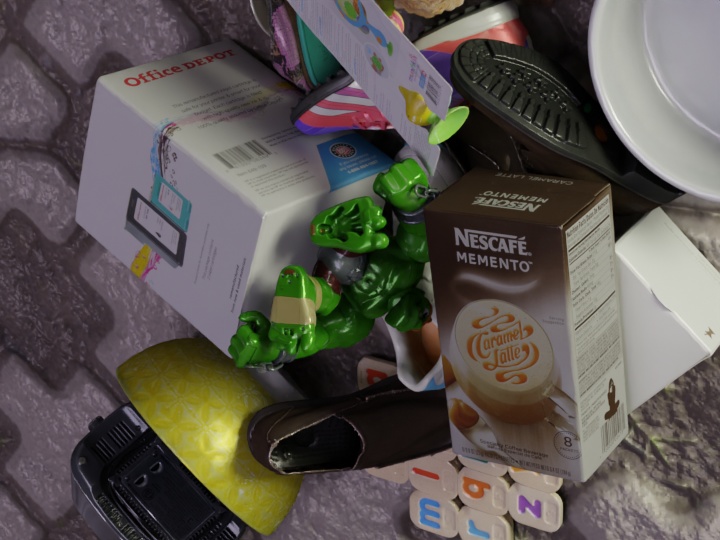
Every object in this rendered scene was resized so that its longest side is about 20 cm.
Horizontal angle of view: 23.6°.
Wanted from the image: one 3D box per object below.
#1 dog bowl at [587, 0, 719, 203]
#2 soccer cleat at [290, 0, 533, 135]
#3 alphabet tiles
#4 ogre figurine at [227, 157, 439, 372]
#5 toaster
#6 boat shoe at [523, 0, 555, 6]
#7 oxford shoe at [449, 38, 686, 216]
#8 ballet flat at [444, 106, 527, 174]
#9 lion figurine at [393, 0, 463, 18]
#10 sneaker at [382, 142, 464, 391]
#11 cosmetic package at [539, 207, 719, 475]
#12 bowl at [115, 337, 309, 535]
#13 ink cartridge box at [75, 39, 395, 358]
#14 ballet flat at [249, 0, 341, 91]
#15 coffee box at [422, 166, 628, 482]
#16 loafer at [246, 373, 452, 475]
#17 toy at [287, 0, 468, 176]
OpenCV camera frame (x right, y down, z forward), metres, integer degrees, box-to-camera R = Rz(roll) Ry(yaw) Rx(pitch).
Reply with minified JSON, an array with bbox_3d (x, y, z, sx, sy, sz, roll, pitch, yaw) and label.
[{"bbox_3d":[0.256,-0.149,1.142,0.200,0.079,0.200,16,123,27],"label":"dog bowl"},{"bbox_3d":[0.037,-0.132,1.276,0.200,0.068,0.073,-23,93,26],"label":"soccer cleat"},{"bbox_3d":[0.085,0.145,1.465,0.195,0.015,0.200,13,121,29],"label":"alphabet tiles"},{"bbox_3d":[0.000,0.000,1.281,0.098,0.120,0.200,33,105,32],"label":"ogre figurine"},{"bbox_3d":[-0.187,0.223,1.618,0.200,0.114,0.129,46,157,5],"label":"toaster"},{"bbox_3d":[0.066,-0.252,1.238,0.202,0.075,0.075,24,92,26],"label":"boat shoe"},{"bbox_3d":[0.135,-0.091,1.222,0.200,0.073,0.084,32,141,-20],"label":"oxford shoe"},{"bbox_3d":[0.102,-0.078,1.307,0.067,0.046,0.200,-27,94,42],"label":"ballet flat"},{"bbox_3d":[0.111,-0.239,1.135,0.200,0.123,0.072,-13,145,23],"label":"lion figurine"},{"bbox_3d":[0.056,-0.003,1.357,0.076,0.081,0.200,1,106,36],"label":"sneaker"},{"bbox_3d":[0.179,0.056,1.304,0.108,0.085,0.200,49,131,2],"label":"cosmetic package"},{"bbox_3d":[-0.109,0.123,1.513,0.108,0.200,0.200,-43,85,0],"label":"bowl"},{"bbox_3d":[-0.104,-0.063,1.373,0.200,0.147,0.146,39,132,28],"label":"ink cartridge box"},{"bbox_3d":[-0.060,-0.229,1.323,0.071,0.069,0.200,19,134,30],"label":"ballet flat"},{"bbox_3d":[0.119,0.037,1.226,0.114,0.080,0.200,8,119,33],"label":"coffee box"},{"bbox_3d":[0.008,0.136,1.404,0.200,0.071,0.073,-14,108,-1],"label":"loafer"},{"bbox_3d":[0.011,-0.173,1.206,0.200,0.047,0.115,55,162,20],"label":"toy"}]
